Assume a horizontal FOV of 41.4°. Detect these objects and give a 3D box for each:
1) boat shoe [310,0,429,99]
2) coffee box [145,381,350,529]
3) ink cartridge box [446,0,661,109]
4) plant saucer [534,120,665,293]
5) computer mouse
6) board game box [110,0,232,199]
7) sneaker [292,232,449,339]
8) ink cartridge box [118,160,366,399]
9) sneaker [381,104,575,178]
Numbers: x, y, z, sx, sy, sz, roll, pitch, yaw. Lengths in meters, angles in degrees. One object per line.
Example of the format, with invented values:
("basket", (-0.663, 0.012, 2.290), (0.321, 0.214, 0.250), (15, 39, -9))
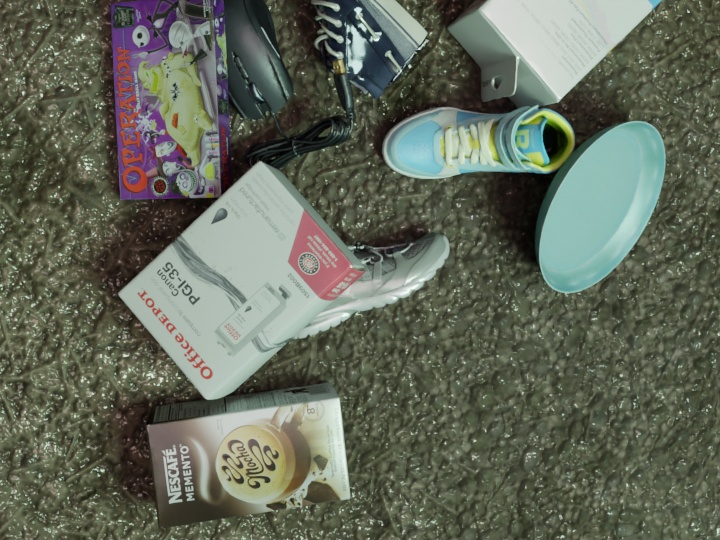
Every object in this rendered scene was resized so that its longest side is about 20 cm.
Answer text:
("boat shoe", (-0.021, -0.256, 0.962), (0.200, 0.075, 0.093), (34, 92, -34))
("coffee box", (-0.119, 0.193, 1.008), (0.200, 0.080, 0.113), (-7, 97, -9))
("ink cartridge box", (0.196, -0.266, 0.994), (0.200, 0.129, 0.125), (-44, 100, -4))
("plant saucer", (0.253, -0.070, 1.023), (0.200, 0.027, 0.200), (-25, 132, -31))
("computer mouse", (-0.086, -0.205, 0.966), (0.140, 0.046, 0.200), (-12, 98, 22))
("board game box", (-0.192, -0.172, 0.965), (0.120, 0.032, 0.200), (0, 96, 24))
("sneaker", (0.000, 0.000, 1.012), (0.200, 0.075, 0.082), (-25, 100, -6))
("ink cartridge box", (-0.117, 0.012, 0.959), (0.200, 0.083, 0.147), (-42, 83, 6))
("sneaker", (0.128, -0.136, 0.994), (0.200, 0.131, 0.080), (-7, 98, -8))
